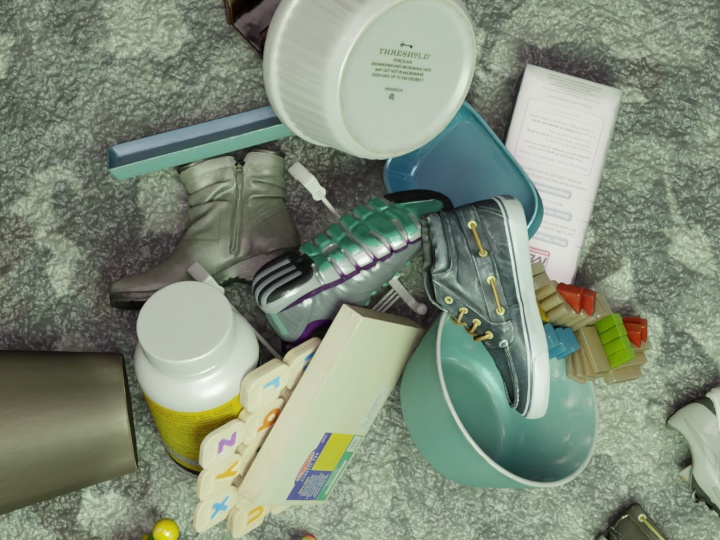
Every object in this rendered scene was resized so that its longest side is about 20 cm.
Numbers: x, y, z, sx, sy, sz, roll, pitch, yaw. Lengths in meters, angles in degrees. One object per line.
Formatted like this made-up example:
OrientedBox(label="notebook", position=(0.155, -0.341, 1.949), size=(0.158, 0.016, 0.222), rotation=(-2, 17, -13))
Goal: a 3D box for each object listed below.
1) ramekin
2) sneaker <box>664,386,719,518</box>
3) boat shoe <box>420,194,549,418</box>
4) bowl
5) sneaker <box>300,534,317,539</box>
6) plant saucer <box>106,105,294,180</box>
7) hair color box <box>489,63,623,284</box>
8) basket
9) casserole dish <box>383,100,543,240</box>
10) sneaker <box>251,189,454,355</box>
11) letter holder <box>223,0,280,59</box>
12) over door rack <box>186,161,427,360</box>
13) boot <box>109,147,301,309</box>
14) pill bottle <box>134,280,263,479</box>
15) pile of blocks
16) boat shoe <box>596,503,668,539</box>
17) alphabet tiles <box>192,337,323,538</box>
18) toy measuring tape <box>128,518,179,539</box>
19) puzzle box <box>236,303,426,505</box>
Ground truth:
OrientedBox(label="ramekin", position=(0.017, -0.194, 1.529), size=(0.202, 0.202, 0.094), rotation=(-48, 46, -4))
OrientedBox(label="sneaker", position=(0.355, 0.215, 1.598), size=(0.079, 0.074, 0.200), rotation=(-21, 81, 6))
OrientedBox(label="boat shoe", position=(0.107, 0.038, 1.473), size=(0.091, 0.071, 0.201), rotation=(-10, 91, -11))
OrientedBox(label="bowl", position=(0.116, 0.121, 1.550), size=(0.201, 0.105, 0.201), rotation=(21, 54, -31))
OrientedBox(label="sneaker", position=(0.005, 0.321, 1.572), size=(0.200, 0.078, 0.090), rotation=(32, 79, -1))
OrientedBox(label="plant saucer", position=(-0.145, -0.126, 1.603), size=(0.200, 0.070, 0.019), rotation=(-14, 113, -3))
OrientedBox(label="hair color box", position=(0.179, -0.088, 1.612), size=(0.099, 0.061, 0.200), rotation=(15, 85, 0))
OrientedBox(label="basket", position=(-0.313, 0.144, 1.547), size=(0.200, 0.136, 0.181), rotation=(-9, 88, -6))
OrientedBox(label="casserole dish", position=(0.101, -0.074, 1.575), size=(0.121, 0.039, 0.200), rotation=(-47, 55, 17))
OrientedBox(label="sneaker", position=(0.000, 0.000, 1.516), size=(0.200, 0.074, 0.088), rotation=(-27, 127, -8))
OrientedBox(label="letter holder", position=(-0.024, -0.281, 1.576), size=(0.200, 0.142, 0.101), rotation=(-44, 88, -4))
OrientedBox(label="over door rack", position=(-0.043, 0.023, 1.559), size=(0.148, 0.067, 0.200), rotation=(-44, 118, -5))
OrientedBox(label="boot", position=(-0.156, -0.041, 1.600), size=(0.200, 0.068, 0.131), rotation=(-15, 84, -12))
OrientedBox(label="pill bottle", position=(-0.141, 0.100, 1.508), size=(0.112, 0.200, 0.113), rotation=(-3, 55, 5))
OrientedBox(label="pile of blocks", position=(0.206, 0.052, 1.552), size=(0.200, 0.062, 0.082), rotation=(22, 52, -31))
OrientedBox(label="boat shoe", position=(0.317, 0.306, 1.584), size=(0.201, 0.072, 0.061), rotation=(41, 90, 4))
OrientedBox(label="alphabet tiles", position=(-0.078, 0.154, 1.524), size=(0.015, 0.200, 0.195), rotation=(35, 44, 30))
OrientedBox(label="toy measuring tape", position=(-0.212, 0.317, 1.582), size=(0.073, 0.074, 0.200), rotation=(23, 108, 0))
OrientedBox(label="puzzle box", position=(-0.025, 0.127, 1.527), size=(0.025, 0.133, 0.200), rotation=(34, 99, 27))
